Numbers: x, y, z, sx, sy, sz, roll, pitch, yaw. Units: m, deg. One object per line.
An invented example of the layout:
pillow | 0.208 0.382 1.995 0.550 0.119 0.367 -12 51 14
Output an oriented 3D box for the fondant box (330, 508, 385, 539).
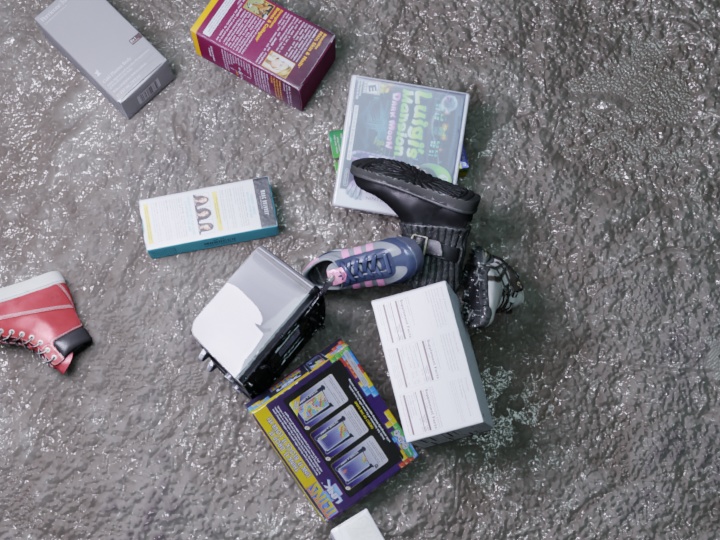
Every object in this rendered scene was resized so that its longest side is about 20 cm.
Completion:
fondant box | 0.018 0.397 1.443 0.058 0.200 0.144 -29 78 -8

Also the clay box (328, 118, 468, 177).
clay box | 0.057 -0.187 1.677 0.199 0.048 0.115 -11 78 -5

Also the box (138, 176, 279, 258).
box | -0.228 -0.080 1.644 0.199 0.049 0.082 -11 76 -4

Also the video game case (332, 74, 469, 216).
video game case | 0.061 -0.182 1.634 0.181 0.023 0.201 9 88 -4

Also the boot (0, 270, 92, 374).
boot | -0.495 0.099 1.563 0.200 0.072 0.144 -22 78 -28

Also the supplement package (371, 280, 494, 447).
supplement package | 0.105 0.136 1.529 0.111 0.156 0.200 -16 76 9

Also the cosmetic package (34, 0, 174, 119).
cosmetic package | -0.398 -0.346 1.696 0.200 0.090 0.107 43 81 7

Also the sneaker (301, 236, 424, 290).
sneaker | 0.000 0.000 1.556 0.082 0.200 0.070 -26 100 -45

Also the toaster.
toaster | -0.136 0.075 1.537 0.119 0.181 0.200 38 79 10

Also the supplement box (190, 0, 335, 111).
supplement box | -0.150 -0.353 1.700 0.200 0.086 0.110 30 76 7

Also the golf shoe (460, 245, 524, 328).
golf shoe | 0.196 0.029 1.560 0.094 0.200 0.078 23 117 -5

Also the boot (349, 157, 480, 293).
boot | 0.065 -0.064 1.585 0.211 0.079 0.158 24 116 21

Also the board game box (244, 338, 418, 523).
board game box | -0.039 0.224 1.522 0.165 0.057 0.200 -34 106 -8
